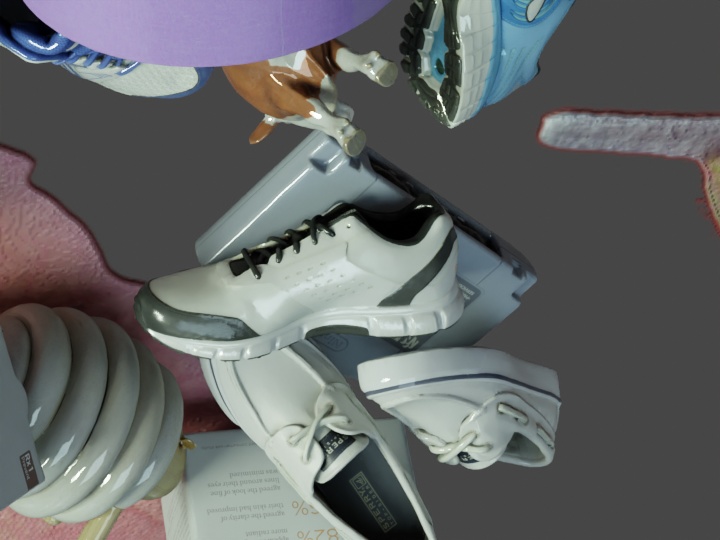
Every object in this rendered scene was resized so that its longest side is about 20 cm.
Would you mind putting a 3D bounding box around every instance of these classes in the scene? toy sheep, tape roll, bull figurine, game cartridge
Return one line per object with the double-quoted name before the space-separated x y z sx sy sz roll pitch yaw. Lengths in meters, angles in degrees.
"toy sheep" -0.181 0.087 1.228 0.138 0.138 0.200 -41 134 20
"tape roll" -0.069 -0.182 0.965 0.199 0.201 0.066 -11 134 -9
"bull figurine" -0.041 -0.128 1.090 0.065 0.121 0.200 -46 133 -18
"game cartridge" 0.000 0.000 1.276 0.133 0.042 0.200 -38 132 23

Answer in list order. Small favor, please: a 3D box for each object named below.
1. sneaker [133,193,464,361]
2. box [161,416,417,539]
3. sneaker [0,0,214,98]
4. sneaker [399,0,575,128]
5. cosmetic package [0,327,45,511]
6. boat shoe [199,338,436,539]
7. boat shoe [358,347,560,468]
"sneaker" -0.035 -0.002 1.200 0.199 0.074 0.080 -9 123 -18
"box" -0.037 0.210 1.328 0.151 0.201 0.106 -3 153 -15
"sneaker" -0.152 -0.128 1.067 0.199 0.088 0.075 27 117 -38
"sneaker" 0.080 -0.175 1.130 0.090 0.078 0.201 -19 142 -28
"cosmetic package" -0.284 0.090 1.146 0.199 0.090 0.107 -8 105 33
"boat shoe" -0.022 0.105 1.244 0.072 0.066 0.201 -36 104 -10
"boat shoe" 0.066 0.089 1.282 0.072 0.066 0.200 -12 165 25
